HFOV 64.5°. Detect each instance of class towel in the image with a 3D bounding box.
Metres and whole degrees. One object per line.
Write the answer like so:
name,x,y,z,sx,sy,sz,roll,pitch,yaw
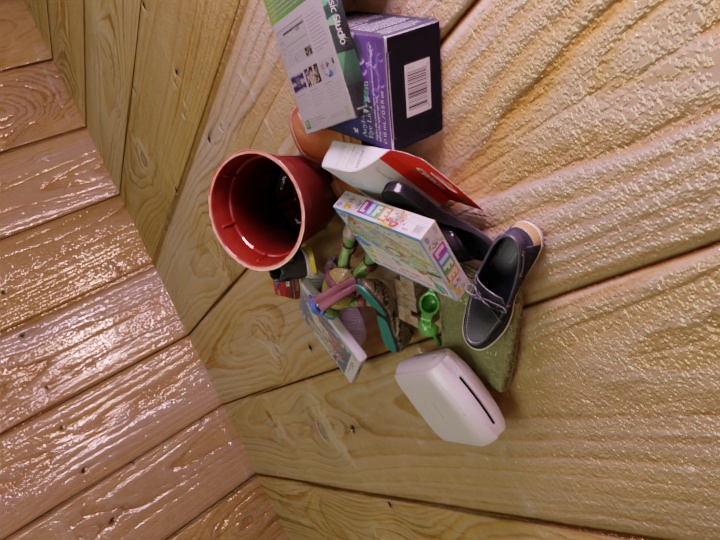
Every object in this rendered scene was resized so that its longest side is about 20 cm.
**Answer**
towel,0.186,0.082,0.888,0.147,0.036,0.205,33,137,41

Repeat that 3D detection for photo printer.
photo printer,0.151,0.216,0.971,0.168,0.069,0.200,52,159,-2

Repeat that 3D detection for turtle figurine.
turtle figurine,0.000,0.000,1.088,0.198,0.194,0.146,-65,33,31

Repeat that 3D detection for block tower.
block tower,0.089,0.000,0.962,0.057,0.053,0.206,22,131,48

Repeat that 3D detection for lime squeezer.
lime squeezer,0.123,0.063,0.942,0.037,0.070,0.206,25,133,38

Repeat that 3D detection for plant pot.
plant pot,-0.143,-0.125,1.053,0.194,0.195,0.208,7,107,22

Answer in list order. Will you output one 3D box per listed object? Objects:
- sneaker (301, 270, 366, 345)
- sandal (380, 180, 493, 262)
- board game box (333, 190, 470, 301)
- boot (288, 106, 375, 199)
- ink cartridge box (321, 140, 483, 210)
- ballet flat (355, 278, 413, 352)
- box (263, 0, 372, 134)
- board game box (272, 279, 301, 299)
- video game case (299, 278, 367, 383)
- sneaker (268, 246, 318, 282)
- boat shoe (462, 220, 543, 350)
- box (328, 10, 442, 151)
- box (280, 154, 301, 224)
sneaker,-0.053,0.079,1.259,0.202,0.073,0.082,54,179,7
sandal,0.109,-0.052,0.807,0.197,0.049,0.075,30,165,-10
board game box,0.057,-0.039,0.838,0.198,0.034,0.135,27,160,48
boot,-0.035,-0.224,0.973,0.202,0.073,0.154,52,152,-4
ink cartridge box,0.059,-0.121,0.826,0.158,0.048,0.198,28,179,-43
ballet flat,0.052,0.065,1.030,0.067,0.075,0.203,32,157,45
box,-0.061,-0.301,0.781,0.143,0.036,0.206,5,118,57
board game box,-0.173,-0.044,1.249,0.102,0.019,0.208,6,106,55
video game case,-0.063,0.131,1.198,0.202,0.023,0.183,52,160,14
sneaker,-0.152,-0.018,1.125,0.198,0.082,0.077,1,101,64
boat shoe,0.181,0.026,0.777,0.074,0.061,0.204,41,128,31
box,0.015,-0.276,0.816,0.198,0.103,0.152,29,137,45
box,-0.163,-0.162,1.249,0.198,0.045,0.164,8,119,56
